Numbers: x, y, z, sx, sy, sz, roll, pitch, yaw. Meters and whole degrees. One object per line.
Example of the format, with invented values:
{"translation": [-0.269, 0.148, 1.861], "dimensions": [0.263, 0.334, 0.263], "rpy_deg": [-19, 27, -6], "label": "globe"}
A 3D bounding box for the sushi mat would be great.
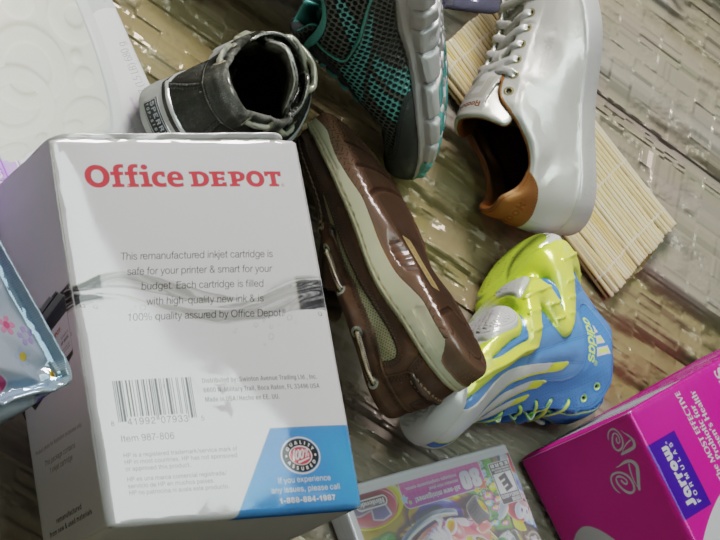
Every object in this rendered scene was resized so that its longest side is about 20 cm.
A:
{"translation": [0.126, -0.081, 1.773], "dimensions": [0.200, 0.012, 0.096], "rpy_deg": [52, 44, -8], "label": "sushi mat"}

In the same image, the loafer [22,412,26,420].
{"translation": [-0.104, 0.043, 1.467], "dimensions": [0.072, 0.073, 0.200], "rpy_deg": [48, 45, -7], "label": "loafer"}

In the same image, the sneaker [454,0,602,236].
{"translation": [0.102, -0.125, 1.709], "dimensions": [0.084, 0.073, 0.201], "rpy_deg": [6, 74, -33], "label": "sneaker"}

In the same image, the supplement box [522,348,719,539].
{"translation": [0.211, 0.114, 1.685], "dimensions": [0.200, 0.103, 0.101], "rpy_deg": [-25, 87, -44], "label": "supplement box"}

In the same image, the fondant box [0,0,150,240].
{"translation": [-0.202, -0.081, 1.453], "dimensions": [0.200, 0.058, 0.145], "rpy_deg": [-20, 83, -44], "label": "fondant box"}

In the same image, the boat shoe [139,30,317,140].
{"translation": [-0.057, -0.101, 1.546], "dimensions": [0.071, 0.064, 0.200], "rpy_deg": [62, 21, -4], "label": "boat shoe"}

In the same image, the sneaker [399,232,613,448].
{"translation": [0.101, 0.063, 1.633], "dimensions": [0.105, 0.076, 0.200], "rpy_deg": [50, 45, -11], "label": "sneaker"}

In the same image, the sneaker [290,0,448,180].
{"translation": [0.005, -0.137, 1.615], "dimensions": [0.078, 0.091, 0.200], "rpy_deg": [-83, 170, -47], "label": "sneaker"}

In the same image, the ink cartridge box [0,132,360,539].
{"translation": [-0.095, 0.037, 1.382], "dimensions": [0.144, 0.084, 0.201], "rpy_deg": [-1, 73, -31], "label": "ink cartridge box"}

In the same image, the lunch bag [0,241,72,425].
{"translation": [-0.252, 0.006, 1.284], "dimensions": [0.127, 0.169, 0.200], "rpy_deg": [-30, 89, -44], "label": "lunch bag"}

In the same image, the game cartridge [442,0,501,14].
{"translation": [-0.006, -0.228, 1.633], "dimensions": [0.199, 0.038, 0.130], "rpy_deg": [4, 98, -17], "label": "game cartridge"}

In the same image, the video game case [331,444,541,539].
{"translation": [0.067, 0.208, 1.570], "dimensions": [0.143, 0.018, 0.201], "rpy_deg": [-11, 77, -44], "label": "video game case"}

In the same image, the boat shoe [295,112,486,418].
{"translation": [-0.003, -0.002, 1.577], "dimensions": [0.075, 0.075, 0.203], "rpy_deg": [38, 20, -51], "label": "boat shoe"}
